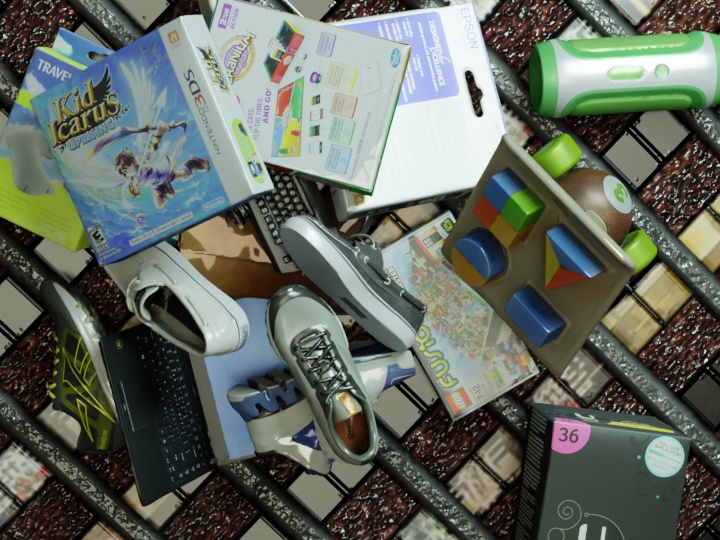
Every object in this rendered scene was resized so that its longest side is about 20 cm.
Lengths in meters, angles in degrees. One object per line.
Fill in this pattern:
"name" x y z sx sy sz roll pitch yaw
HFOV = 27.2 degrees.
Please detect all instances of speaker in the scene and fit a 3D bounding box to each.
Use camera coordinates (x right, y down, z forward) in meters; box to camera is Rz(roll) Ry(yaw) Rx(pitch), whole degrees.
"speaker" 0.282 -0.207 1.574 0.199 0.088 0.089 -4 95 -5

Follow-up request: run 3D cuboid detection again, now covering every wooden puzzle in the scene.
"wooden puzzle" 0.162 -0.007 1.468 0.046 0.200 0.185 -28 66 -34

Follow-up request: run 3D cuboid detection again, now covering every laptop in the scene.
"laptop" -0.154 0.127 1.554 0.103 0.200 0.178 -11 96 33

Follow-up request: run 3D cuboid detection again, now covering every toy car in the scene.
"toy car" 0.224 -0.036 1.524 0.158 0.200 0.165 -39 97 -1

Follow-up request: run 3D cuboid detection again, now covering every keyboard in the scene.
"keyboard" -0.100 -0.089 1.505 0.104 0.040 0.201 -26 94 -4

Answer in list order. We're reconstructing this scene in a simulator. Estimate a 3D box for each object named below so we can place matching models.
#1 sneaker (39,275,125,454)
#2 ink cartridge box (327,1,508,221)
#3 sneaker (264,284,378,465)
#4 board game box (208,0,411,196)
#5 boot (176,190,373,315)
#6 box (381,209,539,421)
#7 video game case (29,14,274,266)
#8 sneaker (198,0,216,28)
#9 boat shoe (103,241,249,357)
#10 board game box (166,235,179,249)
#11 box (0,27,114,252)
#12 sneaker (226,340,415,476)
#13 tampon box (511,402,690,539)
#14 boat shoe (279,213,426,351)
"sneaker" -0.295 0.104 1.555 0.084 0.074 0.201 -26 96 -2
"ink cartridge box" 0.048 -0.167 1.543 0.199 0.043 0.199 -12 85 -20
"sneaker" -0.030 0.105 1.488 0.074 0.079 0.201 -28 102 -12
"board game box" -0.064 -0.173 1.473 0.199 0.040 0.154 16 86 3
"boot" -0.091 -0.053 1.559 0.199 0.068 0.189 8 99 -10
"box" 0.097 0.049 1.603 0.110 0.035 0.201 -30 96 -2
"video game case" -0.205 -0.123 1.442 0.199 0.045 0.182 -23 89 27
"sneaker" -0.103 -0.234 1.552 0.084 0.075 0.201 -26 102 -9
"boat shoe" -0.202 0.027 1.498 0.200 0.066 0.072 38 123 25
"board game box" -0.200 -0.122 1.569 0.134 0.028 0.201 -11 96 -4
"box" -0.301 -0.135 1.531 0.121 0.048 0.201 25 100 4
"sneaker" -0.037 0.151 1.574 0.198 0.081 0.116 -17 104 -17
"tampon box" 0.250 0.255 1.586 0.149 0.126 0.201 7 94 -6
"boat shoe" 0.000 0.000 1.510 0.200 0.070 0.066 44 68 -27
